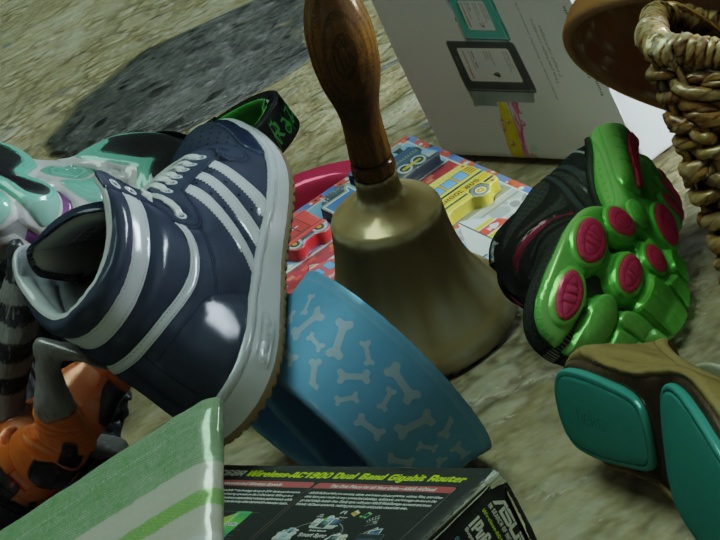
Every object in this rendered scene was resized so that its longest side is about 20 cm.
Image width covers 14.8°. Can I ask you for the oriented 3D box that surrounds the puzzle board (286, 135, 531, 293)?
[{"bbox_3d":[0.000,0.000,1.415,0.200,0.017,0.150,-36,37,-26],"label":"puzzle board"}]

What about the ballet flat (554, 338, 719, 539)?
[{"bbox_3d":[0.136,0.060,1.065,0.063,0.069,0.200,-13,17,-14],"label":"ballet flat"}]

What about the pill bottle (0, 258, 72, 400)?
[{"bbox_3d":[-0.234,0.073,1.445,0.199,0.112,0.112,-33,19,-18],"label":"pill bottle"}]

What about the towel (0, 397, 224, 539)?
[{"bbox_3d":[-0.102,0.159,1.003,0.152,0.023,0.201,-34,39,27],"label":"towel"}]

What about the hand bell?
[{"bbox_3d":[0.005,-0.055,1.298,0.103,0.201,0.104,-10,34,7],"label":"hand bell"}]

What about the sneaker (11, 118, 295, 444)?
[{"bbox_3d":[-0.089,-0.021,1.195,0.070,0.108,0.201,-44,28,26],"label":"sneaker"}]

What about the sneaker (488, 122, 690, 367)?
[{"bbox_3d":[0.103,0.002,1.278,0.084,0.077,0.200,-38,10,22],"label":"sneaker"}]

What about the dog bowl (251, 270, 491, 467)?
[{"bbox_3d":[-0.019,0.050,1.233,0.050,0.112,0.200,-47,23,-12],"label":"dog bowl"}]

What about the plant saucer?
[{"bbox_3d":[0.193,-0.108,1.272,0.199,0.199,0.038,-4,70,49],"label":"plant saucer"}]

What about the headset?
[{"bbox_3d":[-0.130,-0.050,1.669,0.200,0.094,0.124,-36,15,16],"label":"headset"}]

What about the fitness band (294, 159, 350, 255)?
[{"bbox_3d":[-0.041,-0.009,1.540,0.143,0.038,0.200,-16,20,36],"label":"fitness band"}]

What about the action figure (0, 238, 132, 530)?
[{"bbox_3d":[-0.151,0.075,1.273,0.194,0.104,0.200,-59,12,25],"label":"action figure"}]

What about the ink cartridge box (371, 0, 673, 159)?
[{"bbox_3d":[0.122,-0.159,1.545,0.146,0.147,0.200,-35,20,-24],"label":"ink cartridge box"}]

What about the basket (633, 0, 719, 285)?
[{"bbox_3d":[0.198,-0.057,1.098,0.142,0.150,0.200,-20,4,10],"label":"basket"}]

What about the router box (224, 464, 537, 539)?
[{"bbox_3d":[-0.044,0.142,1.079,0.199,0.062,0.150,-3,30,50],"label":"router box"}]

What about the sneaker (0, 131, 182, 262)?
[{"bbox_3d":[-0.183,0.001,1.547,0.199,0.141,0.078,-3,32,-29],"label":"sneaker"}]
